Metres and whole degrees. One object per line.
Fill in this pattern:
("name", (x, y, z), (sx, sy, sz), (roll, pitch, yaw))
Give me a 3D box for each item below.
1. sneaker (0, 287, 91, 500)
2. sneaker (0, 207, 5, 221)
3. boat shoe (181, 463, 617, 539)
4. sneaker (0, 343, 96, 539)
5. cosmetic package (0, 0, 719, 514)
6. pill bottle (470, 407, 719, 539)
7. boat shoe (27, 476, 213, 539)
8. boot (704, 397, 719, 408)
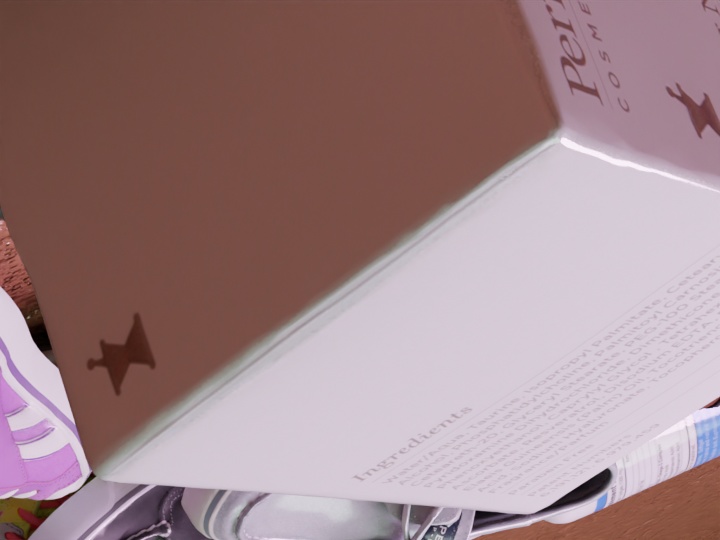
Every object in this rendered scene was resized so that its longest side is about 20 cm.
("sneaker", (-0.161, 0.071, 0.852), (0.115, 0.072, 0.201), (-64, 161, -16))
("sneaker", (-0.076, -0.017, 0.760), (0.091, 0.078, 0.200), (-17, 152, 37))
("boat shoe", (0.025, 0.085, 0.943), (0.200, 0.072, 0.070), (-10, 137, -36))
("sneaker", (-0.143, 0.097, 1.002), (0.200, 0.091, 0.078), (-39, 157, 33))
("cosmetic package", (0.022, -0.044, 0.647), (0.166, 0.168, 0.200), (-36, 152, 30))
("pill bottle", (0.132, 0.074, 1.293), (0.199, 0.113, 0.112), (-22, 163, -10))
("boat shoe", (-0.066, 0.114, 0.992), (0.200, 0.066, 0.070), (-25, 143, -43))
("boot", (0.062, 0.011, 0.918), (0.200, 0.068, 0.189), (-27, 129, -22))
